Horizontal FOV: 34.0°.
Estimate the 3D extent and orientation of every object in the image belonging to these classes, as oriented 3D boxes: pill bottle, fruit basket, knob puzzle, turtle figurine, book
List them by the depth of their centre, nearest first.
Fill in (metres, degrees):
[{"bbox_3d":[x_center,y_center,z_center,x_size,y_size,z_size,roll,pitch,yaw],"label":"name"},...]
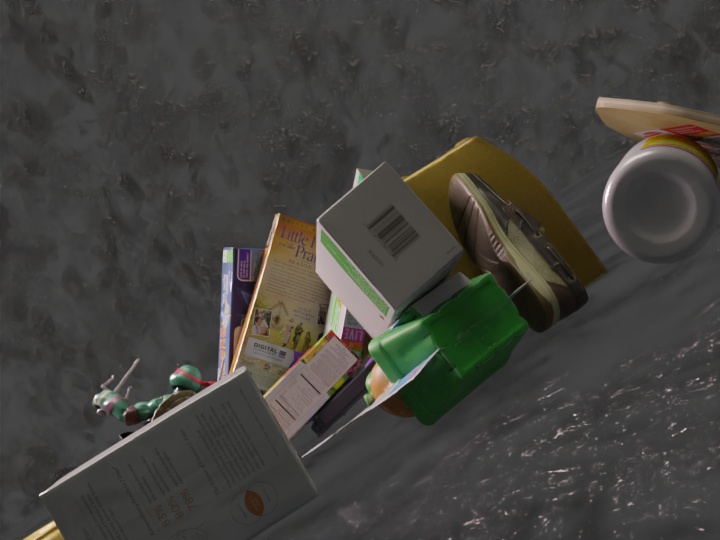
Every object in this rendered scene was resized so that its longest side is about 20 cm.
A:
[{"bbox_3d":[0.047,0.084,1.058,0.185,0.094,0.200,-32,-2,-41],"label":"fruit basket"},{"bbox_3d":[0.290,-0.074,1.120,0.104,0.105,0.200,-30,1,21],"label":"pill bottle"},{"bbox_3d":[0.326,-0.144,1.161,0.220,0.217,0.031,-179,105,-88],"label":"knob puzzle"},{"bbox_3d":[-0.209,0.169,1.230,0.100,0.149,0.202,-5,62,63],"label":"turtle figurine"},{"bbox_3d":[0.000,0.000,1.271,0.047,0.202,0.134,9,11,-5],"label":"book"}]

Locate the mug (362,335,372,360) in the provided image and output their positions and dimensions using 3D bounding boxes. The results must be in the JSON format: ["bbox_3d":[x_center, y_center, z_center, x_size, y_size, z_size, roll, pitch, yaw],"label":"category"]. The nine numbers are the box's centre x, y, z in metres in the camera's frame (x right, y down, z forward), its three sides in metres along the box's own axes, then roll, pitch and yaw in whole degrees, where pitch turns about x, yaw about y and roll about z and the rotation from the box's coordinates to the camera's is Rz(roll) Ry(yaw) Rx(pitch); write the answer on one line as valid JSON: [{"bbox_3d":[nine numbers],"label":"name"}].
[{"bbox_3d":[0.030,0.053,1.486,0.184,0.151,0.153,-12,-12,-14],"label":"mug"}]

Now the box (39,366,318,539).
[{"bbox_3d":[-0.153,0.187,1.010,0.199,0.125,0.097,-31,1,-7],"label":"box"}]

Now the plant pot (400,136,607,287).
[{"bbox_3d":[0.124,-0.033,1.308,0.194,0.201,0.194,-30,1,-4],"label":"plant pot"}]

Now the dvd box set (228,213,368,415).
[{"bbox_3d":[-0.059,0.052,1.364,0.029,0.145,0.202,175,112,-72],"label":"dvd box set"}]

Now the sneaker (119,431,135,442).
[{"bbox_3d":[-0.354,0.300,1.854,0.199,0.105,0.060,-31,2,13],"label":"sneaker"}]

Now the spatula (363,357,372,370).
[{"bbox_3d":[0.086,0.086,1.608,0.199,0.021,0.057,-29,14,10],"label":"spatula"}]

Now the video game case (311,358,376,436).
[{"bbox_3d":[0.006,0.115,1.231,0.143,0.019,0.200,-43,-4,-10],"label":"video game case"}]

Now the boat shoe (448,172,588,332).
[{"bbox_3d":[0.154,-0.024,1.167,0.065,0.202,0.072,-16,-40,-19],"label":"boat shoe"}]

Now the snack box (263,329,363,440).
[{"bbox_3d":[-0.083,0.150,1.208,0.142,0.053,0.200,-44,-4,-24],"label":"snack box"}]

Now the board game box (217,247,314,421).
[{"bbox_3d":[-0.099,0.077,1.392,0.134,0.203,0.034,3,0,-26],"label":"board game box"}]

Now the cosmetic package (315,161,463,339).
[{"bbox_3d":[0.021,-0.009,1.071,0.085,0.108,0.200,-40,-9,-11],"label":"cosmetic package"}]

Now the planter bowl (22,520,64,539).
[{"bbox_3d":[-0.307,0.301,1.181,0.199,0.084,0.200,-32,1,1],"label":"planter bowl"}]
